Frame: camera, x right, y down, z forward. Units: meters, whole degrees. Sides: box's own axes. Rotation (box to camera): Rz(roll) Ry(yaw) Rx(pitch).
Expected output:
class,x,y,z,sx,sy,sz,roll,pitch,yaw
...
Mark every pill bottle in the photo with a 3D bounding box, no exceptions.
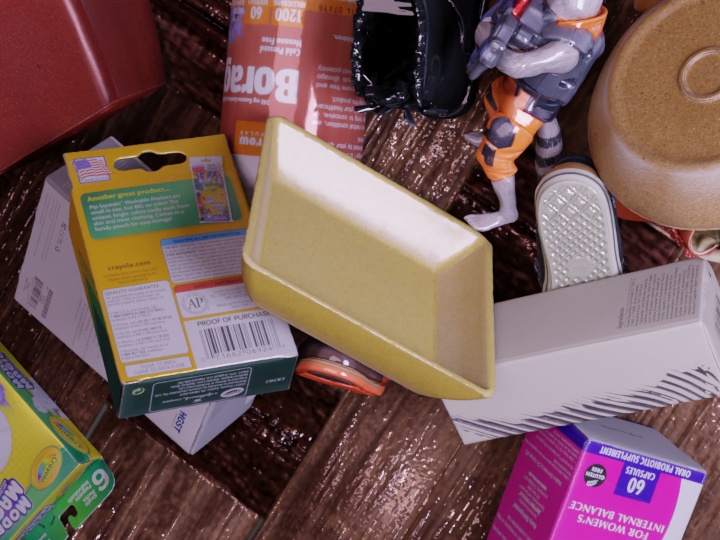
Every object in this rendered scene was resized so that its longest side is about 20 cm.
class,x,y,z,sx,sy,sz,roll,pitch,yaw
pill bottle,-0.051,-0.119,1.356,0.112,0.112,0.200,6,93,17

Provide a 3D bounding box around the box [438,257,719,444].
class,x,y,z,sx,sy,sz,roll,pitch,yaw
box,0.157,0.058,1.249,0.200,0.082,0.068,-13,121,24

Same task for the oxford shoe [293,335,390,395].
class,x,y,z,sx,sy,sz,roll,pitch,yaw
oxford shoe,-0.006,0.047,1.301,0.071,0.200,0.073,16,95,4

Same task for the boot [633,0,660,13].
class,x,y,z,sx,sy,sz,roll,pitch,yaw
boot,0.268,-0.177,1.276,0.155,0.077,0.200,12,106,24

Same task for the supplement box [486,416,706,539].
class,x,y,z,sx,sy,sz,roll,pitch,yaw
supplement box,0.156,0.209,1.288,0.101,0.103,0.200,16,100,-19

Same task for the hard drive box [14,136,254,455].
class,x,y,z,sx,sy,sz,roll,pitch,yaw
hard drive box,-0.163,0.021,1.377,0.200,0.077,0.156,41,139,13

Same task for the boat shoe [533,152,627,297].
class,x,y,z,sx,sy,sz,roll,pitch,yaw
boat shoe,0.162,0.003,1.296,0.075,0.062,0.200,-1,123,13

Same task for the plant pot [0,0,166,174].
class,x,y,z,sx,sy,sz,roll,pitch,yaw
plant pot,-0.267,-0.184,1.393,0.200,0.200,0.176,-28,96,16

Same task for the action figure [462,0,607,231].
class,x,y,z,sx,sy,sz,roll,pitch,yaw
action figure,0.131,-0.150,1.286,0.105,0.200,0.194,23,128,2

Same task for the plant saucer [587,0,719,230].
class,x,y,z,sx,sy,sz,roll,pitch,yaw
plant saucer,0.240,-0.124,1.193,0.200,0.035,0.200,-14,60,25

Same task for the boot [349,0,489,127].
class,x,y,z,sx,sy,sz,roll,pitch,yaw
boot,0.043,-0.201,1.298,0.073,0.162,0.198,3,91,20

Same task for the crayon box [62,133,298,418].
class,x,y,z,sx,sy,sz,roll,pitch,yaw
crayon box,-0.133,0.001,1.263,0.126,0.052,0.200,-8,58,-18

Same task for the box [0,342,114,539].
class,x,y,z,sx,sy,sz,roll,pitch,yaw
box,-0.306,0.146,1.481,0.200,0.048,0.117,45,104,10

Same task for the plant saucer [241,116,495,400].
class,x,y,z,sx,sy,sz,roll,pitch,yaw
plant saucer,0.000,0.000,1.246,0.200,0.200,0.048,30,120,-16

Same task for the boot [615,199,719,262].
class,x,y,z,sx,sy,sz,roll,pitch,yaw
boot,0.230,-0.052,1.245,0.200,0.107,0.075,-1,127,45
